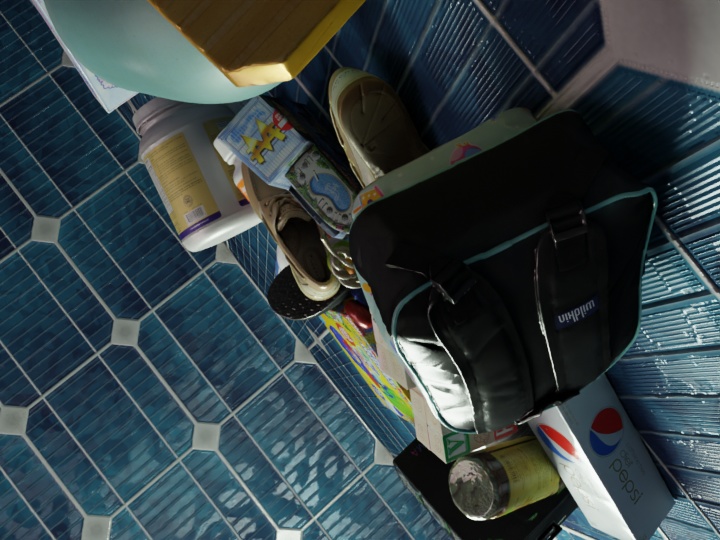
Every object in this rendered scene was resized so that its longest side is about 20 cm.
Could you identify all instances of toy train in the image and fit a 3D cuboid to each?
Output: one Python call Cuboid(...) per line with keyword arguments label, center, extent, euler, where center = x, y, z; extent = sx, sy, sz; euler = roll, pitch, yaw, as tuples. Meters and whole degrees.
Cuboid(label="toy train", center=(0.000, 0.000, 0.719), extent=(0.200, 0.085, 0.116), euler=(44, 177, -37))

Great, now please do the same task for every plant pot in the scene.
Cuboid(label="plant pot", center=(-0.122, -0.225, 0.553), extent=(0.160, 0.201, 0.202), euler=(27, 155, 36))

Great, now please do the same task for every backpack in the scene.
Cuboid(label="backpack", center=(0.093, 0.009, 0.468), extent=(0.201, 0.174, 0.154), euler=(62, 180, -42))

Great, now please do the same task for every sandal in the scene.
Cuboid(label="sandal", center=(-0.023, 0.008, 0.851), extent=(0.048, 0.198, 0.076), euler=(32, -143, -59))

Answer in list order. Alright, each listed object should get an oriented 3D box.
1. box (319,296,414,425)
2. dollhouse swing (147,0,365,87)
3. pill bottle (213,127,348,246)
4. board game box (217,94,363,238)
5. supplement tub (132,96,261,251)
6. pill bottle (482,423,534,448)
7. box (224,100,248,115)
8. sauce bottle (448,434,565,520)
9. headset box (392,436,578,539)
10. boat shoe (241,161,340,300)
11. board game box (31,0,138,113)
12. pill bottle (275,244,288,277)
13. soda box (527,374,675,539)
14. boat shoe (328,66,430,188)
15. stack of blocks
Cuboid(label="box", center=(0.053, 0.088, 0.935), extent=(0.201, 0.122, 0.192), euler=(54, 166, -13))
Cuboid(label="dollhouse swing", center=(-0.048, -0.225, 0.311), extent=(0.200, 0.175, 0.182), euler=(46, 167, 26))
Cuboid(label="pill bottle", center=(-0.092, -0.112, 0.908), extent=(0.201, 0.114, 0.114), euler=(52, 167, -6))
Cuboid(label="board game box", center=(-0.053, -0.105, 0.730), extent=(0.200, 0.062, 0.200), euler=(49, -166, 12))
Cuboid(label="supplement tub", center=(-0.221, -0.144, 0.987), extent=(0.202, 0.144, 0.145), euler=(65, 166, -3))
Cuboid(label="pill bottle", center=(0.141, 0.142, 0.795), extent=(0.201, 0.110, 0.110), euler=(58, 165, -27))
Cuboid(label="box", center=(-0.196, -0.238, 1.098), extent=(0.156, 0.041, 0.200), euler=(51, 166, 2))
Cuboid(label="sauce bottle", center=(0.175, 0.203, 0.718), extent=(0.064, 0.198, 0.066), euler=(-1, 89, 48))
Cuboid(label="headset box", center=(0.172, 0.274, 0.902), extent=(0.200, 0.174, 0.093), euler=(43, 166, 35))
Cuboid(label="boat shoe", center=(-0.077, -0.064, 0.806), extent=(0.202, 0.071, 0.065), euler=(59, 171, 10))
Cuboid(label="board game box", center=(-0.211, -0.282, 0.669), extent=(0.041, 0.199, 0.200), euler=(45, 165, 26))
Cuboid(label="pill bottle", center=(-0.080, -0.022, 1.121), extent=(0.113, 0.112, 0.200), euler=(50, 166, 3))
Cuboid(label="soda box", center=(0.223, 0.168, 0.672), extent=(0.201, 0.064, 0.068), euler=(56, 158, -19))
Cuboid(label="boat shoe", center=(0.029, -0.101, 0.640), extent=(0.067, 0.073, 0.201), euler=(60, 178, 48))
Cuboid(label="stack of blocks", center=(0.077, 0.071, 0.656), extent=(0.058, 0.114, 0.203), euler=(26, 128, 62))
